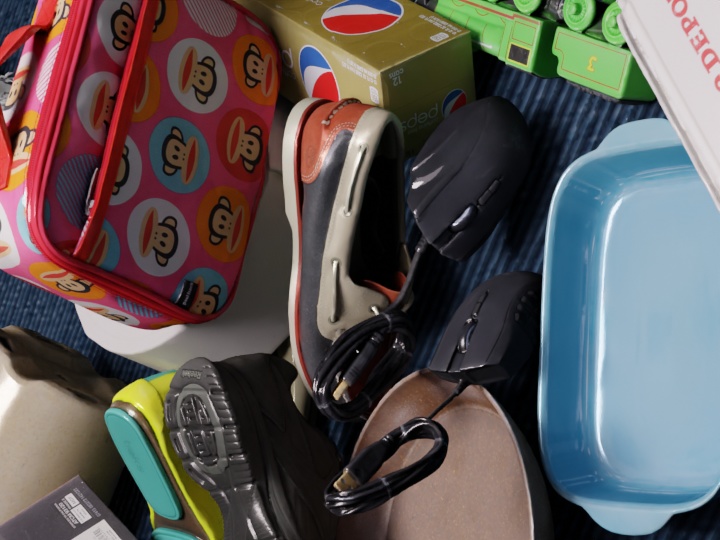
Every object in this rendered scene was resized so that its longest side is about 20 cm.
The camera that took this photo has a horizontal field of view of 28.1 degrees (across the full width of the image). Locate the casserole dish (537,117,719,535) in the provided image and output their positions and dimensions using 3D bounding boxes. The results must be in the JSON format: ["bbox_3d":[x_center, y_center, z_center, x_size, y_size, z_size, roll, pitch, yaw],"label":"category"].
[{"bbox_3d":[0.145,0.028,0.708,0.120,0.039,0.203,-5,79,48],"label":"casserole dish"}]

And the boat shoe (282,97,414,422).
[{"bbox_3d":[0.000,0.000,0.822,0.062,0.071,0.202,11,117,34],"label":"boat shoe"}]

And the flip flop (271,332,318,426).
[{"bbox_3d":[-0.059,0.123,0.904,0.081,0.057,0.202,-18,68,45],"label":"flip flop"}]

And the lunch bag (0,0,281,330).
[{"bbox_3d":[-0.138,-0.080,0.820,0.081,0.175,0.202,-8,64,43],"label":"lunch bag"}]

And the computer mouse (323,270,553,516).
[{"bbox_3d":[0.041,0.053,0.722,0.058,0.200,0.034,-3,118,37],"label":"computer mouse"}]

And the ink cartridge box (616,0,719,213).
[{"bbox_3d":[0.224,-0.120,0.614,0.200,0.084,0.147,-43,53,32],"label":"ink cartridge box"}]

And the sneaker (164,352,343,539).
[{"bbox_3d":[-0.041,0.140,0.832,0.076,0.090,0.202,-17,88,43],"label":"sneaker"}]

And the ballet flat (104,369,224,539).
[{"bbox_3d":[-0.107,0.152,0.933,0.066,0.067,0.202,10,125,40],"label":"ballet flat"}]

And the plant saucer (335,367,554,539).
[{"bbox_3d":[0.046,0.154,0.774,0.200,0.034,0.203,-24,62,57],"label":"plant saucer"}]

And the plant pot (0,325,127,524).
[{"bbox_3d":[-0.254,0.149,1.042,0.200,0.200,0.185,36,97,46],"label":"plant pot"}]

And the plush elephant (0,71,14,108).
[{"bbox_3d":[-0.406,-0.134,1.294,0.155,0.198,0.166,122,153,-54],"label":"plush elephant"}]

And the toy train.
[{"bbox_3d":[0.093,-0.140,0.802,0.199,0.041,0.057,31,116,47],"label":"toy train"}]

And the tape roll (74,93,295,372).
[{"bbox_3d":[-0.103,-0.031,0.949,0.201,0.070,0.205,-24,53,37],"label":"tape roll"}]

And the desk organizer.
[{"bbox_3d":[-0.147,0.234,0.907,0.200,0.071,0.077,40,144,28],"label":"desk organizer"}]

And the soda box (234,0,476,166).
[{"bbox_3d":[-0.015,-0.139,0.886,0.200,0.067,0.065,37,145,46],"label":"soda box"}]

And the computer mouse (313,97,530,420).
[{"bbox_3d":[0.037,-0.007,0.772,0.034,0.059,0.201,14,71,51],"label":"computer mouse"}]
